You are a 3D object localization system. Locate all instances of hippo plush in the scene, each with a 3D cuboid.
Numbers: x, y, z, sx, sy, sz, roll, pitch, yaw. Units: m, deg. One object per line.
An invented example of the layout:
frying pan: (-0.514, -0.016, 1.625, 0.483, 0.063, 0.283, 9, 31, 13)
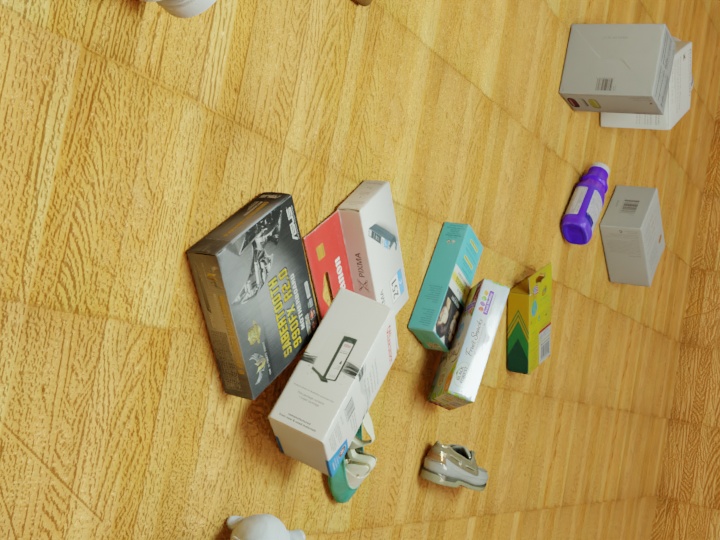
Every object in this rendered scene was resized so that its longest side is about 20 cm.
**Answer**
hippo plush: (-0.151, 0.358, 1.199, 0.161, 0.157, 0.202, -86, -172, -69)

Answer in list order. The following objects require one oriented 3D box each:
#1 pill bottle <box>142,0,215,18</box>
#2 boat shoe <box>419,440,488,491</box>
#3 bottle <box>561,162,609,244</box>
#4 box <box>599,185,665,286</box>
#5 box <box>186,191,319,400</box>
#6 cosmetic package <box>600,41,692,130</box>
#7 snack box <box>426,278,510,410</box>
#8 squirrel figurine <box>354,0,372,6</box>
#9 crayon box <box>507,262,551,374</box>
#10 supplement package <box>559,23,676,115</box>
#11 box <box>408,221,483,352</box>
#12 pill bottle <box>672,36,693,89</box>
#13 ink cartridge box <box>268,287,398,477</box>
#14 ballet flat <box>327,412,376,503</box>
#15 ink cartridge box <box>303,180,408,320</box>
pill bottle: (-0.210, -0.325, 0.933, 0.200, 0.111, 0.114, 37, 65, -56)
boat shoe: (0.177, 0.345, 1.777, 0.199, 0.074, 0.069, 23, 82, -58)
bottle: (0.504, -0.154, 2.228, 0.201, 0.065, 0.084, -63, 145, -30)
box: (0.680, -0.086, 2.501, 0.153, 0.105, 0.201, -58, 141, -36)
box: (-0.124, 0.028, 1.221, 0.158, 0.048, 0.202, -44, 133, -47)
cosmetic package: (0.669, -0.436, 2.347, 0.200, 0.165, 0.169, -37, 127, -52)
snack box: (0.179, 0.125, 1.675, 0.142, 0.052, 0.202, 124, -14, -74)
squirrel figurine: (0.049, -0.441, 1.273, 0.200, 0.185, 0.143, 27, 74, -58)
crayon box: (0.341, 0.092, 2.022, 0.127, 0.050, 0.203, -25, 119, -55)
supplement package: (0.536, -0.419, 2.091, 0.111, 0.198, 0.158, 23, 77, -57)
box: (0.144, 0.026, 1.674, 0.082, 0.049, 0.202, 50, 54, -51)
pill bottle: (0.805, -0.507, 2.615, 0.200, 0.111, 0.113, 46, 58, -54)
ink cartridge box: (-0.031, 0.147, 1.317, 0.201, 0.084, 0.146, -61, 163, -24)
ballet flat: (-0.013, 0.254, 1.439, 0.067, 0.070, 0.202, -35, 126, -52)
ink cartridge box: (0.000, 0.000, 1.430, 0.176, 0.044, 0.202, -47, 134, -46)
